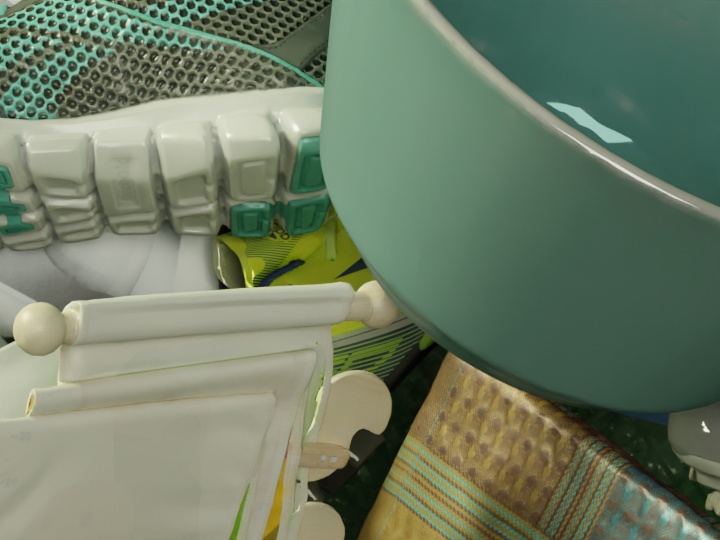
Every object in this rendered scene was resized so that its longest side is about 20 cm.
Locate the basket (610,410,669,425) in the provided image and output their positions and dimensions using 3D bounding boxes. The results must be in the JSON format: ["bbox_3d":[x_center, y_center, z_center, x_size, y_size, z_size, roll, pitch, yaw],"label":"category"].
[{"bbox_3d":[0.108,0.127,0.813,0.175,0.139,0.201,10,52,-7],"label":"basket"}]

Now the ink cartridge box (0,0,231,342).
[{"bbox_3d":[-0.091,-0.075,0.838,0.199,0.041,0.201,-2,88,-7],"label":"ink cartridge box"}]

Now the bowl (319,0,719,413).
[{"bbox_3d":[0.068,-0.037,0.711,0.200,0.201,0.105,26,123,-5],"label":"bowl"}]

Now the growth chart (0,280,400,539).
[{"bbox_3d":[-0.066,0.089,0.699,0.144,0.018,0.201,7,112,-44],"label":"growth chart"}]

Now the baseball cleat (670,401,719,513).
[{"bbox_3d":[0.166,0.011,0.800,0.069,0.199,0.107,19,109,36],"label":"baseball cleat"}]

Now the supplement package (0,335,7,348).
[{"bbox_3d":[-0.196,0.085,0.738,0.121,0.120,0.200,29,99,-41],"label":"supplement package"}]

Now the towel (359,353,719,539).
[{"bbox_3d":[0.027,0.137,0.731,0.022,0.147,0.201,19,101,-38],"label":"towel"}]

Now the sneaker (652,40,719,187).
[{"bbox_3d":[0.138,-0.084,0.835,0.075,0.105,0.201,19,84,-4],"label":"sneaker"}]

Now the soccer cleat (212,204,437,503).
[{"bbox_3d":[0.000,0.000,0.812,0.084,0.065,0.200,41,63,2],"label":"soccer cleat"}]

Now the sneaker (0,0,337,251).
[{"bbox_3d":[-0.090,-0.059,0.790,0.199,0.078,0.092,-1,64,-4],"label":"sneaker"}]

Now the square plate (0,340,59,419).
[{"bbox_3d":[-0.137,0.134,0.708,0.199,0.028,0.199,-28,133,-20],"label":"square plate"}]
